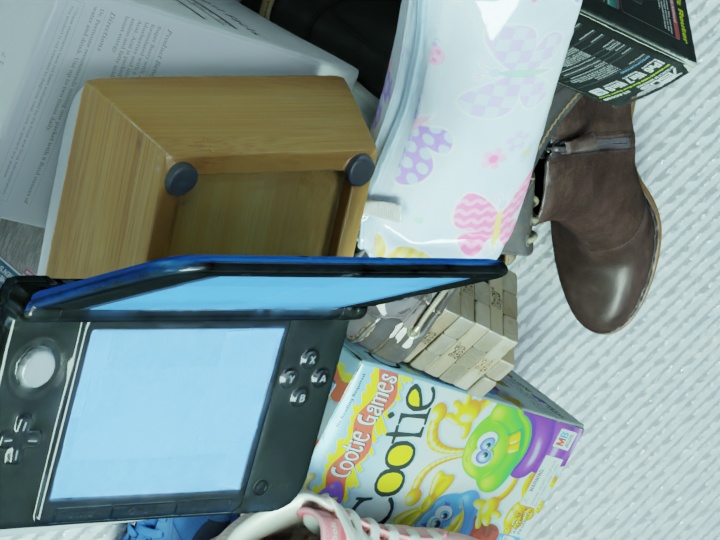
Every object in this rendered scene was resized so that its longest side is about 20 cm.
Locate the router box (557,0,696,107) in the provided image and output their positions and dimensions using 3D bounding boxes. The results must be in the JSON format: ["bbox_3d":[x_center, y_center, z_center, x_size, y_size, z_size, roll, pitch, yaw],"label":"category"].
[{"bbox_3d":[0.097,-0.202,1.414,0.062,0.201,0.149,-26,150,37],"label":"router box"}]

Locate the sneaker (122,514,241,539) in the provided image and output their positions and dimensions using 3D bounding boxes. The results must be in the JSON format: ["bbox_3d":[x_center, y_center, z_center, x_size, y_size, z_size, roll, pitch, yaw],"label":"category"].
[{"bbox_3d":[-0.109,0.161,1.538,0.078,0.066,0.201,-20,131,-16],"label":"sneaker"}]

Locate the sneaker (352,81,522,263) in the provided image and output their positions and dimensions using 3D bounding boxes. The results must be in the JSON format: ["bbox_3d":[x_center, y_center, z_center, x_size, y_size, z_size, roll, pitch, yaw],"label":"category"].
[{"bbox_3d":[0.028,-0.054,1.514,0.200,0.087,0.075,23,101,-44],"label":"sneaker"}]

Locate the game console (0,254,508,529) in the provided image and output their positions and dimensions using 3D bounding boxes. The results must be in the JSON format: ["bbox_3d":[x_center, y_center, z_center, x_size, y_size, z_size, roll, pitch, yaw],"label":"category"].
[{"bbox_3d":[-0.057,0.054,1.188,0.199,0.118,0.172,1,112,-41],"label":"game console"}]

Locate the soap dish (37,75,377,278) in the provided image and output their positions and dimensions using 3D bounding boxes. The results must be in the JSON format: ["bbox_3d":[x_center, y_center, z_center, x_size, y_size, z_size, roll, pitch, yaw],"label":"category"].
[{"bbox_3d":[-0.078,0.007,1.287,0.157,0.081,0.201,-3,115,-40],"label":"soap dish"}]

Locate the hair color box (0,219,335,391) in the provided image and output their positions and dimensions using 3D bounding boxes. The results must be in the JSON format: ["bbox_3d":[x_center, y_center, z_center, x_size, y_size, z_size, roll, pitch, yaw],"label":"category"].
[{"bbox_3d":[-0.112,0.026,1.433,0.200,0.100,0.061,34,91,-46],"label":"hair color box"}]

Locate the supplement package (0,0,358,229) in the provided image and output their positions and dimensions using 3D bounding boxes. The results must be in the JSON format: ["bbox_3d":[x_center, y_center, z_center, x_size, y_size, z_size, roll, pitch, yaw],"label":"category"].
[{"bbox_3d":[-0.125,-0.087,1.340,0.199,0.120,0.122,14,104,-44],"label":"supplement package"}]

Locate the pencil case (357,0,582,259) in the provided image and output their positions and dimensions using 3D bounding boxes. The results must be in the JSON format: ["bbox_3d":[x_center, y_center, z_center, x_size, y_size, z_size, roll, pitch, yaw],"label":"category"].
[{"bbox_3d":[0.049,-0.092,1.296,0.090,0.083,0.201,-2,133,-21],"label":"pencil case"}]

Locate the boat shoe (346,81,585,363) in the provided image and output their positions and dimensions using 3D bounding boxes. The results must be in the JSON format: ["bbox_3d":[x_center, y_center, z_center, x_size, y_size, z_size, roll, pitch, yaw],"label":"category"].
[{"bbox_3d":[0.057,-0.032,1.437,0.073,0.074,0.200,46,78,-12],"label":"boat shoe"}]

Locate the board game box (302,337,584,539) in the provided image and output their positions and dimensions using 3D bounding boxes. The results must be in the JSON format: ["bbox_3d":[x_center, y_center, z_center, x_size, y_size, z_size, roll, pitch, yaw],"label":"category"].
[{"bbox_3d":[0.017,0.094,1.580,0.199,0.105,0.103,19,103,-44],"label":"board game box"}]

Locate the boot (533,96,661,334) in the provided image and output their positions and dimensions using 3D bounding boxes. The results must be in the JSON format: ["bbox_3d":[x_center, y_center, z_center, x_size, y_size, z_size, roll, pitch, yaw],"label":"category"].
[{"bbox_3d":[0.121,-0.044,1.569,0.166,0.072,0.201,-29,123,-61],"label":"boot"}]

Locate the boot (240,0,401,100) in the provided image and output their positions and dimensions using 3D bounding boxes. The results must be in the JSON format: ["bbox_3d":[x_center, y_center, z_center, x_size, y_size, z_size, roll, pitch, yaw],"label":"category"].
[{"bbox_3d":[0.051,-0.118,1.455,0.199,0.138,0.078,-9,121,-37],"label":"boot"}]

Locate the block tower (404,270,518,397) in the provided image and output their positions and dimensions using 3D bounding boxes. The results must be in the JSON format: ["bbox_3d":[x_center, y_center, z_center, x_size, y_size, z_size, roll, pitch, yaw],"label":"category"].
[{"bbox_3d":[0.000,0.000,1.487,0.199,0.058,0.054,24,133,-24],"label":"block tower"}]

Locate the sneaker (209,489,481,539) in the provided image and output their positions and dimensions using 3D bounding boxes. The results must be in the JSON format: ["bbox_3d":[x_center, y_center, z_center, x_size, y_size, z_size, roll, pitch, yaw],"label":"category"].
[{"bbox_3d":[0.001,0.169,1.478,0.199,0.076,0.105,1,155,-18],"label":"sneaker"}]

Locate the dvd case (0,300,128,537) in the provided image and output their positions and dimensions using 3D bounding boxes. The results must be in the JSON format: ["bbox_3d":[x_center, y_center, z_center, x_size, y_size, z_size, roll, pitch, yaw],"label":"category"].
[{"bbox_3d":[-0.181,0.078,1.387,0.200,0.150,0.025,49,41,-45],"label":"dvd case"}]
